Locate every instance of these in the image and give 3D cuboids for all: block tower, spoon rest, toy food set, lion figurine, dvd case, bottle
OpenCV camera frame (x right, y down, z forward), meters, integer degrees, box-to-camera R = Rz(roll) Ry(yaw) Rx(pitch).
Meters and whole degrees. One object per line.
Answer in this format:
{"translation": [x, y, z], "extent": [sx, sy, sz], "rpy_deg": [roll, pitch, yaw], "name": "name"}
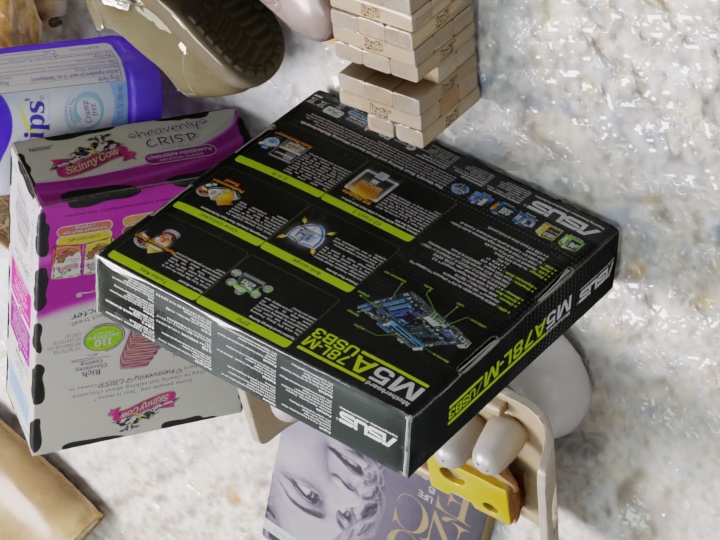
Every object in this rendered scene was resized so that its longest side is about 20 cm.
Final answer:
{"translation": [0.018, -0.161, 1.284], "extent": [0.054, 0.058, 0.200], "rpy_deg": [21, 134, 30], "name": "block tower"}
{"translation": [0.040, 0.026, 1.429], "extent": [0.200, 0.061, 0.099], "rpy_deg": [33, 141, 0], "name": "spoon rest"}
{"translation": [0.021, 0.098, 1.426], "extent": [0.200, 0.060, 0.144], "rpy_deg": [26, 155, 20], "name": "toy food set"}
{"translation": [-0.248, -0.127, 1.556], "extent": [0.200, 0.072, 0.123], "rpy_deg": [4, 112, 47], "name": "lion figurine"}
{"translation": [0.013, 0.132, 1.556], "extent": [0.149, 0.016, 0.200], "rpy_deg": [32, 137, 20], "name": "dvd case"}
{"translation": [-0.213, -0.083, 1.455], "extent": [0.065, 0.200, 0.084], "rpy_deg": [53, 143, 46], "name": "bottle"}

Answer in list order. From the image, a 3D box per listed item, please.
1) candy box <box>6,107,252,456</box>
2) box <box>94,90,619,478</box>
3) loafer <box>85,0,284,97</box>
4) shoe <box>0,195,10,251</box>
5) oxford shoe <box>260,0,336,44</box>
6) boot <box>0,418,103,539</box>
{"translation": [-0.132, 0.007, 1.496], "extent": [0.061, 0.136, 0.200], "rpy_deg": [-119, 28, -42], "name": "candy box"}
{"translation": [0.000, 0.000, 1.326], "extent": [0.200, 0.193, 0.048], "rpy_deg": [26, 136, 25], "name": "box"}
{"translation": [-0.128, -0.168, 1.406], "extent": [0.200, 0.076, 0.067], "rpy_deg": [51, 134, -1], "name": "loafer"}
{"translation": [-0.168, 0.005, 1.604], "extent": [0.070, 0.053, 0.200], "rpy_deg": [-32, 107, 13], "name": "shoe"}
{"translation": [-0.083, -0.186, 1.351], "extent": [0.200, 0.073, 0.071], "rpy_deg": [45, 140, 5], "name": "oxford shoe"}
{"translation": [-0.298, 0.152, 1.804], "extent": [0.200, 0.066, 0.175], "rpy_deg": [47, 127, 3], "name": "boot"}
